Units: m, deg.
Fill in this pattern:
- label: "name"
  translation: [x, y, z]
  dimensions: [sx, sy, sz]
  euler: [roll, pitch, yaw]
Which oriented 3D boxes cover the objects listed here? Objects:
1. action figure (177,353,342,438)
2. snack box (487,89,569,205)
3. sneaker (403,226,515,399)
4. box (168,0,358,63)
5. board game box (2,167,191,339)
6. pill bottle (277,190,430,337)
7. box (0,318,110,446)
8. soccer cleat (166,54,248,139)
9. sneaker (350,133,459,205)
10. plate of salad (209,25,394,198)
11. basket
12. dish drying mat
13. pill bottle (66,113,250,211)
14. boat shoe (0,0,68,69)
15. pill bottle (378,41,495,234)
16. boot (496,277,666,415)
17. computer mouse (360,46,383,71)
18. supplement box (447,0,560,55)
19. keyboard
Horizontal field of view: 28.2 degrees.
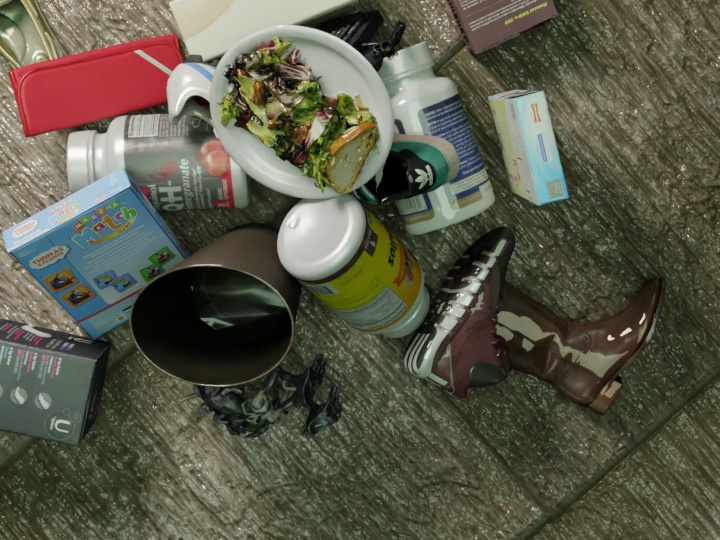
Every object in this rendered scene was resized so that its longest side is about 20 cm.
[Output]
- label: "action figure"
  translation: [-0.114, 0.138, 1.667]
  dimensions: [0.199, 0.102, 0.119]
  euler: [-2, 133, 36]
- label: "snack box"
  translation: [0.183, -0.139, 1.587]
  dimensions: [0.037, 0.200, 0.117]
  euler: [-15, 98, -1]
- label: "sneaker"
  translation: [0.143, 0.057, 1.644]
  dimensions: [0.115, 0.076, 0.200]
  euler: [36, 82, -17]
- label: "box"
  translation: [-0.106, -0.299, 1.613]
  dimensions: [0.199, 0.095, 0.078]
  euler: [-22, 95, 0]
- label: "board game box"
  translation: [-0.283, -0.015, 1.608]
  dimensions: [0.151, 0.200, 0.037]
  euler: [-28, 55, 2]
- label: "pill bottle"
  translation: [0.000, 0.000, 1.606]
  dimensions: [0.109, 0.109, 0.200]
  euler: [-43, 139, 4]
- label: "box"
  translation: [-0.400, 0.120, 1.644]
  dimensions: [0.199, 0.122, 0.107]
  euler: [12, 97, -3]
- label: "soccer cleat"
  translation: [-0.114, -0.172, 1.563]
  dimensions: [0.199, 0.070, 0.087]
  euler: [10, 62, -5]
- label: "sneaker"
  translation: [0.008, -0.112, 1.565]
  dimensions: [0.199, 0.080, 0.072]
  euler: [1, 111, 43]
- label: "plate of salad"
  translation: [-0.064, -0.156, 1.483]
  dimensions: [0.199, 0.048, 0.201]
  euler: [8, 126, 12]
- label: "basket"
  translation: [-0.137, 0.028, 1.590]
  dimensions: [0.179, 0.200, 0.137]
  euler: [-1, 108, 12]
- label: "dish drying mat"
  translation: [-0.290, -0.210, 1.615]
  dimensions: [0.199, 0.018, 0.077]
  euler: [-18, 102, -25]
- label: "pill bottle"
  translation: [-0.226, -0.121, 1.624]
  dimensions: [0.199, 0.111, 0.111]
  euler: [-3, 98, -1]
- label: "boat shoe"
  translation: [-0.395, -0.279, 1.622]
  dimensions: [0.073, 0.063, 0.201]
  euler: [-32, 98, 3]
- label: "pill bottle"
  translation: [0.071, -0.151, 1.628]
  dimensions: [0.111, 0.111, 0.201]
  euler: [-20, 98, 1]
- label: "boot"
  translation: [0.238, 0.051, 1.688]
  dimensions: [0.199, 0.064, 0.187]
  euler: [27, 94, 0]
- label: "computer mouse"
  translation: [-0.060, -0.223, 1.606]
  dimensions: [0.199, 0.059, 0.034]
  euler: [3, 120, 37]
- label: "supplement box"
  translation: [0.135, -0.357, 1.628]
  dimensions: [0.108, 0.061, 0.201]
  euler: [-24, 97, 2]
- label: "keyboard"
  translation: [-0.010, -0.248, 1.559]
  dimensions: [0.126, 0.200, 0.021]
  euler: [-4, 117, 17]
